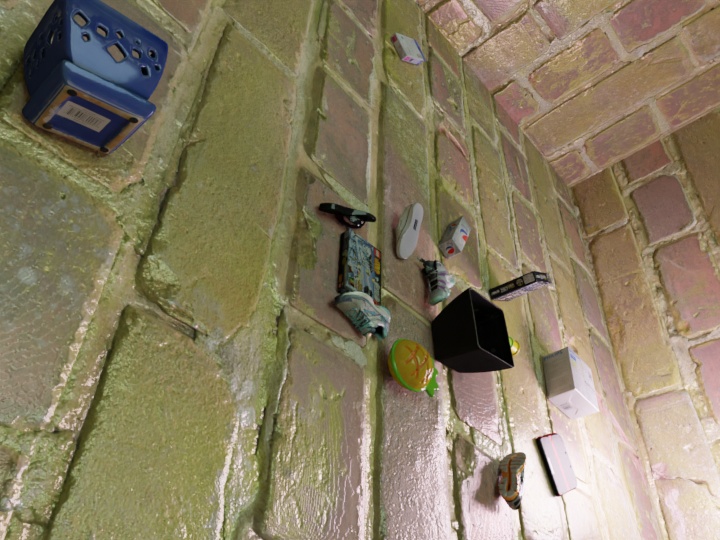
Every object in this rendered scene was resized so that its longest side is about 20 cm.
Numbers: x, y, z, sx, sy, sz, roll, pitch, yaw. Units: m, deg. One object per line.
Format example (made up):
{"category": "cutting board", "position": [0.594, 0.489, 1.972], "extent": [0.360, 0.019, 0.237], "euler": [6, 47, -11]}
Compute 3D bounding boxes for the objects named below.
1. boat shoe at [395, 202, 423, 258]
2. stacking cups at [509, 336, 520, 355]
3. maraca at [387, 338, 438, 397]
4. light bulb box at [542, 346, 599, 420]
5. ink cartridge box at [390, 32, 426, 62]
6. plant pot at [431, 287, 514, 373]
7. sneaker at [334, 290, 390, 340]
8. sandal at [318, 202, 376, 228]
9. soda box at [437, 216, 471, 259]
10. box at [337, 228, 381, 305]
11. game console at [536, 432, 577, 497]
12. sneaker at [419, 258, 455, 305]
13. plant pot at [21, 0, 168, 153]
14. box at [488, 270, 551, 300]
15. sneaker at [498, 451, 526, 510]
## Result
{"category": "boat shoe", "position": [0.143, -0.127, 1.862], "extent": [0.072, 0.065, 0.203], "euler": [34, 63, -40]}
{"category": "stacking cups", "position": [0.494, 0.240, 2.074], "extent": [0.199, 0.060, 0.061], "euler": [35, 41, -35]}
{"category": "maraca", "position": [0.147, 0.260, 1.545], "extent": [0.199, 0.106, 0.139], "euler": [34, 49, -36]}
{"category": "light bulb box", "position": [0.842, 0.454, 2.334], "extent": [0.198, 0.124, 0.202], "euler": [40, 38, -28]}
{"category": "ink cartridge box", "position": [0.220, -1.000, 2.631], "extent": [0.199, 0.042, 0.121], "euler": [-17, 80, -54]}
{"category": "plant pot", "position": [0.329, 0.205, 1.771], "extent": [0.199, 0.176, 0.202], "euler": [29, 45, -37]}
{"category": "sneaker", "position": [0.011, 0.118, 1.495], "extent": [0.199, 0.077, 0.088], "euler": [30, 48, -39]}
{"category": "sandal", "position": [-0.038, -0.149, 1.643], "extent": [0.198, 0.075, 0.049], "euler": [10, 83, -42]}
{"category": "soda box", "position": [0.348, -0.123, 2.137], "extent": [0.064, 0.068, 0.200], "euler": [53, 33, -12]}
{"category": "box", "position": [0.000, 0.000, 1.597], "extent": [0.136, 0.040, 0.202], "euler": [35, 42, -33]}
{"category": "game console", "position": [0.696, 0.684, 2.059], "extent": [0.175, 0.031, 0.203], "euler": [7, 61, -46]}
{"category": "sneaker", "position": [0.231, 0.023, 1.872], "extent": [0.141, 0.077, 0.200], "euler": [56, 24, -6]}
{"category": "plant pot", "position": [-0.485, -0.342, 1.053], "extent": [0.199, 0.198, 0.183], "euler": [21, 56, -45]}
{"category": "box", "position": [0.619, 0.064, 2.248], "extent": [0.160, 0.199, 0.050], "euler": [8, 61, -50]}
{"category": "sneaker", "position": [0.462, 0.627, 1.746], "extent": [0.200, 0.077, 0.078], "euler": [-49, 120, -52]}
